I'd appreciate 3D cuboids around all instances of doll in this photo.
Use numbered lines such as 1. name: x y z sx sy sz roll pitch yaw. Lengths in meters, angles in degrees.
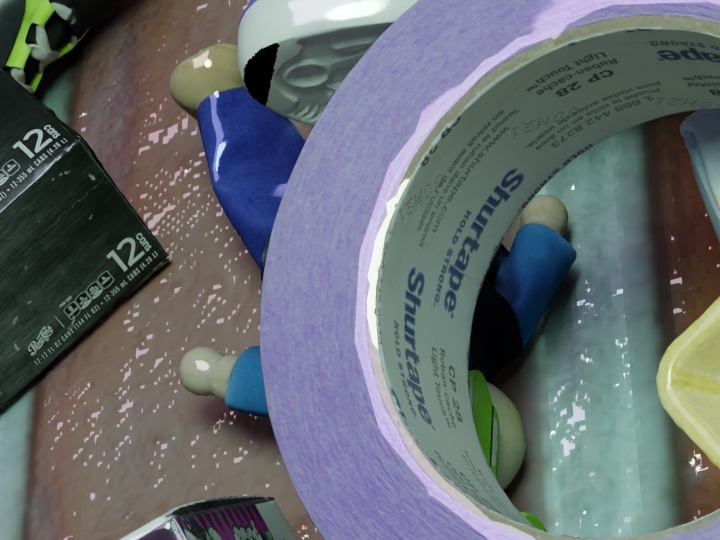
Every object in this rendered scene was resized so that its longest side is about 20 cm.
1. doll: 0.000 0.000 0.884 0.136 0.049 0.200 -28 51 -2

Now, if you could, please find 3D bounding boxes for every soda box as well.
1. soda box: -0.168 0.028 0.941 0.200 0.071 0.063 -43 44 -8

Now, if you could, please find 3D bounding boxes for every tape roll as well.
1. tape roll: 0.076 0.010 0.704 0.199 0.066 0.201 -9 69 23

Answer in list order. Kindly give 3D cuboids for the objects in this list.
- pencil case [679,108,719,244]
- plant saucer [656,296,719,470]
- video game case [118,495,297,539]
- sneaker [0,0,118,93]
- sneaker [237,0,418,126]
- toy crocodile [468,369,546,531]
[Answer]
1. pencil case: 0.191 -0.047 0.788 0.199 0.083 0.091 -28 26 5
2. plant saucer: 0.210 0.031 0.696 0.200 0.048 0.200 -45 60 6
3. video game case: -0.114 0.127 0.767 0.199 0.181 0.036 -31 85 3
4. sneaker: -0.150 -0.057 1.021 0.200 0.072 0.083 -36 69 0
5. sneaker: 0.043 -0.130 0.892 0.199 0.081 0.147 -9 64 -14
6. toy crocodile: 0.010 0.120 0.758 0.067 0.062 0.201 -4 63 26
